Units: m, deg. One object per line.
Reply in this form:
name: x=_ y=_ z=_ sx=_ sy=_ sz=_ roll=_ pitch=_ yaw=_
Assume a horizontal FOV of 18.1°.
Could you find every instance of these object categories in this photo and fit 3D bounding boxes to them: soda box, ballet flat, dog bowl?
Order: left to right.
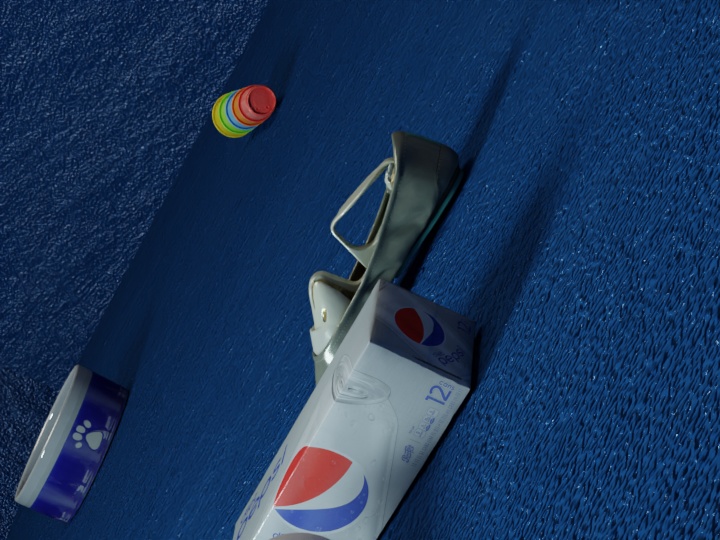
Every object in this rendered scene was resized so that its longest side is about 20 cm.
dog bowl: x=-0.387 y=0.233 z=3.022 sx=0.201 sy=0.078 sz=0.200 roll=-62 pitch=9 yaw=18
soda box: x=-0.008 y=0.107 z=1.262 sx=0.201 sy=0.063 sz=0.068 roll=-60 pitch=11 yaw=30
ballet flat: x=0.000 y=0.000 z=1.498 sx=0.201 sy=0.063 sz=0.067 roll=-64 pitch=9 yaw=10

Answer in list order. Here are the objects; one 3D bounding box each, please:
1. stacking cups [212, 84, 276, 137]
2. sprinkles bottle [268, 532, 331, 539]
stacking cups: x=-0.146 y=-0.212 z=2.887 sx=0.061 sy=0.060 sz=0.200 roll=-66 pitch=10 yaw=-9
sprinkles bottle: x=-0.036 y=0.214 z=1.131 sx=0.069 sy=0.068 sz=0.200 roll=-60 pitch=11 yaw=26
